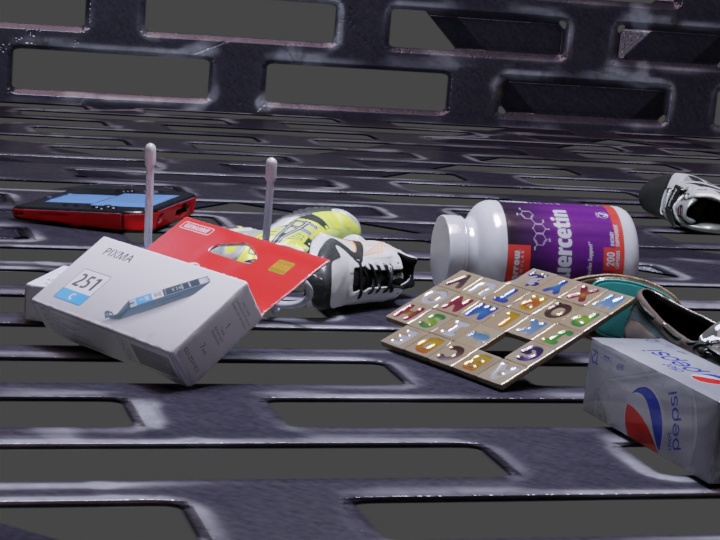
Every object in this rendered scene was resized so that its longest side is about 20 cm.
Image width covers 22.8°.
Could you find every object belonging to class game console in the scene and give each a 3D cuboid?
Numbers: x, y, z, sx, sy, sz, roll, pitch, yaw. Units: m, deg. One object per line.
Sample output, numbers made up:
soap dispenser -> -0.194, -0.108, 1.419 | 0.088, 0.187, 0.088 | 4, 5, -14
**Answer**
game console -> -0.309, -0.080, 2.197 | 0.177, 0.031, 0.200 | 7, 10, 13

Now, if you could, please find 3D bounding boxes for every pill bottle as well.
pill bottle -> 0.178, -0.015, 1.841 | 0.200, 0.113, 0.112 | 2, 11, -13

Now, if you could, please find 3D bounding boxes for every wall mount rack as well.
wall mount rack -> -0.139, -0.031, 1.680 | 0.200, 0.174, 0.075 | 6, 54, 8

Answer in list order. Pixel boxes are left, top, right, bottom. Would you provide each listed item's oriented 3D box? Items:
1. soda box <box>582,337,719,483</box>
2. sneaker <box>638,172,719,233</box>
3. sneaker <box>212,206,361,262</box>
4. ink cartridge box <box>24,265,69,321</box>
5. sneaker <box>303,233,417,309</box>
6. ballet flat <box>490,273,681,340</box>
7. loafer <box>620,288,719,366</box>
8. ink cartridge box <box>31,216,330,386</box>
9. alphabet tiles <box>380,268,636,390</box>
soda box -> 0.247, 0.104, 1.370 | 0.068, 0.063, 0.200 | 2, 11, -22
sneaker -> 0.458, -0.093, 2.485 | 0.088, 0.074, 0.200 | -3, 13, -45
sneaker -> -0.071, -0.015, 1.877 | 0.200, 0.075, 0.076 | -18, 30, -39
ink cartridge box -> -0.197, 0.031, 1.638 | 0.200, 0.039, 0.099 | 5, 10, 11
sneaker -> 0.000, 0.000, 1.794 | 0.080, 0.074, 0.200 | 10, 12, 18
ballet flat -> 0.209, 0.036, 1.721 | 0.200, 0.071, 0.065 | 5, -1, -11
loafer -> 0.309, 0.065, 1.605 | 0.072, 0.063, 0.200 | -3, 13, -36
ink cartridge box -> -0.155, 0.008, 1.527 | 0.200, 0.045, 0.176 | 16, 49, 43
alphabet tiles -> 0.121, 0.043, 1.618 | 0.167, 0.008, 0.200 | -31, 29, -29
